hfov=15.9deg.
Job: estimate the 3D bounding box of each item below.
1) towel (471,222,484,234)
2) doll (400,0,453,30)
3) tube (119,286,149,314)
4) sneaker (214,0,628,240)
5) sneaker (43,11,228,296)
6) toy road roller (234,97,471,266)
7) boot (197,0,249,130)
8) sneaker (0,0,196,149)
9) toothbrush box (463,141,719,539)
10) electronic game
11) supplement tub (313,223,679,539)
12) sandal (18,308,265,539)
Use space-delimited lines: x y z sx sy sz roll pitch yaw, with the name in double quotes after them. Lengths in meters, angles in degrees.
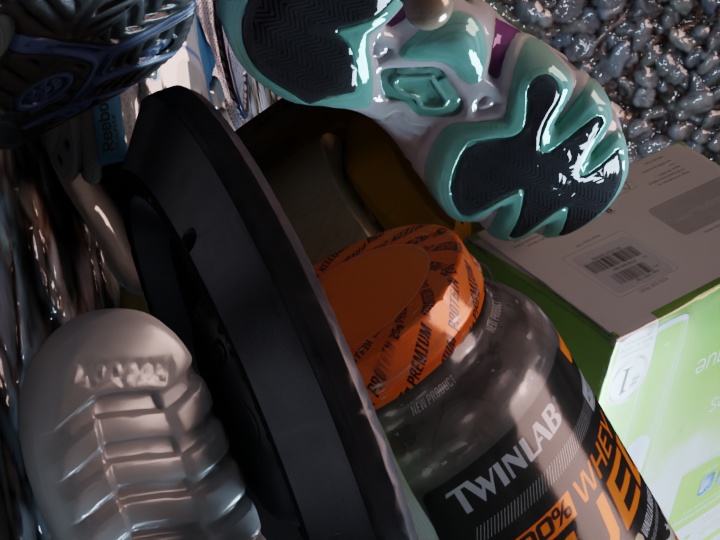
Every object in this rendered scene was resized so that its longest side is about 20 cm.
0.031 0.028 1.193 0.036 0.148 0.202 3 106 -61 "towel"
-0.018 -0.127 0.819 0.136 0.049 0.200 43 14 17 "doll"
-0.059 0.097 0.930 0.058 0.052 0.202 13 62 -38 "tube"
0.018 -0.102 0.983 0.200 0.078 0.140 34 23 -38 "sneaker"
-0.082 -0.078 0.859 0.087 0.074 0.201 -96 172 -54 "sneaker"
0.000 0.000 1.089 0.146 0.123 0.200 52 15 -16 "toy road roller"
-0.056 -0.163 1.244 0.073 0.090 0.202 54 25 -78 "boot"
-0.097 -0.100 0.739 0.077 0.075 0.200 56 -15 17 "sneaker"
0.100 0.066 1.090 0.086 0.145 0.201 36 -50 30 "toothbrush box"
-0.024 0.039 0.786 0.200 0.041 0.201 158 -90 -78 "electronic game"
0.042 0.090 0.943 0.201 0.122 0.123 58 14 -23 "supplement tub"
-0.063 0.105 0.782 0.050 0.082 0.204 12 -65 48 "sandal"
